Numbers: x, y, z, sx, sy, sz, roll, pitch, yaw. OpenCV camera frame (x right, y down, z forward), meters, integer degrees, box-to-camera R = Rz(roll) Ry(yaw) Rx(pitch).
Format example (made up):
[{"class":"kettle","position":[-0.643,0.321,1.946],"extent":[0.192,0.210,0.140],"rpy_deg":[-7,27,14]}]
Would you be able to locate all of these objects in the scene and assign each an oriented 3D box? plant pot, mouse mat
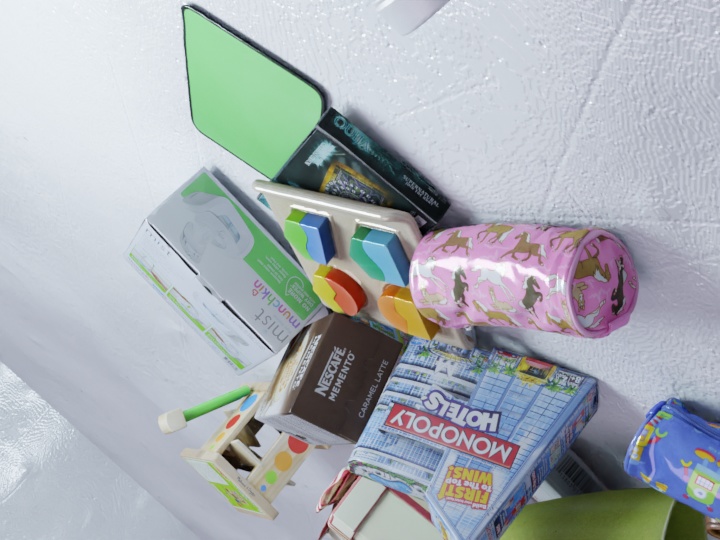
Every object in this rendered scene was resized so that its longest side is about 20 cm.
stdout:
[{"class":"plant pot","position":[0.213,0.294,1.141],"extent":[0.199,0.188,0.188],"rpy_deg":[0,138,30]},{"class":"mouse mat","position":[-0.100,-0.149,1.107],"extent":[0.161,0.008,0.200],"rpy_deg":[34,155,12]}]

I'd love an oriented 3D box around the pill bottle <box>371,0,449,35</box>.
[{"class":"pill bottle","position":[-0.013,-0.239,0.695],"extent":[0.200,0.112,0.112],"rpy_deg":[44,156,-13]}]

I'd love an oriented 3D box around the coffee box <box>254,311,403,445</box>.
[{"class":"coffee box","position":[-0.038,0.118,1.250],"extent":[0.079,0.115,0.200],"rpy_deg":[27,165,-10]}]

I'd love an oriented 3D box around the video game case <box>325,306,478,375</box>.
[{"class":"video game case","position":[0.044,0.071,1.264],"extent":[0.199,0.023,0.182],"rpy_deg":[26,153,29]}]

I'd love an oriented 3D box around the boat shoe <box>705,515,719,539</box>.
[{"class":"boat shoe","position":[0.388,0.241,1.006],"extent":[0.199,0.068,0.072],"rpy_deg":[26,153,28]}]

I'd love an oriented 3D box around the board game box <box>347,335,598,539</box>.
[{"class":"board game box","position":[0.093,0.166,1.104],"extent":[0.199,0.200,0.062],"rpy_deg":[16,150,23]}]

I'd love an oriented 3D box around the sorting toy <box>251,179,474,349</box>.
[{"class":"sorting toy","position":[0.000,0.000,1.113],"extent":[0.184,0.037,0.200],"rpy_deg":[15,149,39]}]

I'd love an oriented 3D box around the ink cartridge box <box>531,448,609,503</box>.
[{"class":"ink cartridge box","position":[0.217,0.236,1.300],"extent":[0.162,0.050,0.200],"rpy_deg":[46,173,-15]}]

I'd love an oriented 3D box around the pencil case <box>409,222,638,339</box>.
[{"class":"pencil case","position":[0.128,0.008,0.960],"extent":[0.086,0.083,0.200],"rpy_deg":[37,160,-31]}]

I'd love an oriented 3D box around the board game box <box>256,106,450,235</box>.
[{"class":"board game box","position":[-0.013,-0.064,1.092],"extent":[0.135,0.028,0.200],"rpy_deg":[39,156,-7]}]

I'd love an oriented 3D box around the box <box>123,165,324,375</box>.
[{"class":"box","position":[-0.156,0.008,1.323],"extent":[0.200,0.097,0.176],"rpy_deg":[46,157,-3]}]

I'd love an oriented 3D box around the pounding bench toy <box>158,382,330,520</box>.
[{"class":"pounding bench toy","position":[-0.163,0.217,1.651],"extent":[0.200,0.156,0.124],"rpy_deg":[47,156,-17]}]

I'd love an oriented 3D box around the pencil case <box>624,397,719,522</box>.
[{"class":"pencil case","position":[0.318,0.173,0.975],"extent":[0.199,0.078,0.087],"rpy_deg":[25,128,30]}]

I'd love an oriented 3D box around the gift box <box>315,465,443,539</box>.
[{"class":"gift box","position":[0.056,0.288,1.418],"extent":[0.186,0.185,0.200],"rpy_deg":[37,157,7]}]
